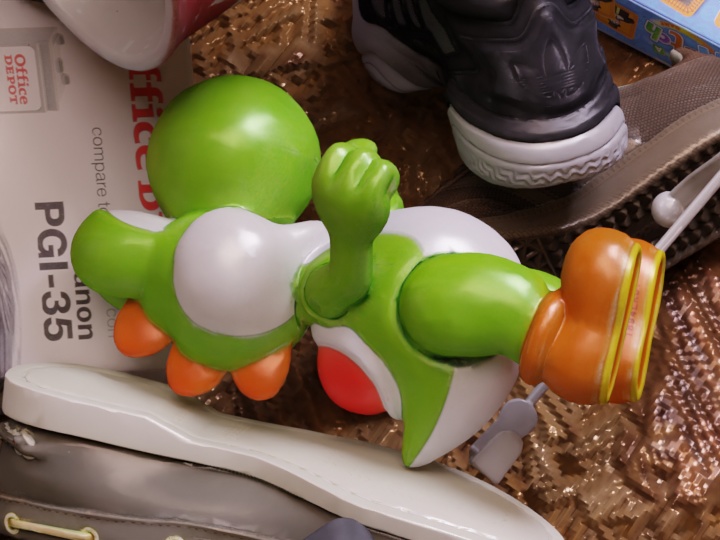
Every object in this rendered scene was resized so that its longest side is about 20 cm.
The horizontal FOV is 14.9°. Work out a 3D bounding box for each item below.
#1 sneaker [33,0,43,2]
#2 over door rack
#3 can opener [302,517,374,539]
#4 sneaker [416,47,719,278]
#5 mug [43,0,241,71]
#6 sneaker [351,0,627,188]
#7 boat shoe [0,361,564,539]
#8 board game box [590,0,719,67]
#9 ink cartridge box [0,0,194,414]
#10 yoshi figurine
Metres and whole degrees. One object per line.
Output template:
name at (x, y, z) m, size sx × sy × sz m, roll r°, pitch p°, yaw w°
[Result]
sneaker at (-0.127, -0.150, 0.996) m, size 0.199 × 0.073 × 0.072 m, roll 26°, pitch 33°, yaw 18°
over door rack at (0.149, 0.040, 0.989) m, size 0.148 × 0.067 × 0.200 m, roll 40°, pitch 83°, yaw 0°
can opener at (-0.067, 0.158, 0.865) m, size 0.199 × 0.067 × 0.053 m, roll -35°, pitch 109°, yaw 6°
sneaker at (0.067, -0.021, 1.054) m, size 0.199 × 0.071 × 0.076 m, roll -24°, pitch 40°, yaw -9°
mug at (-0.034, -0.191, 0.920) m, size 0.199 × 0.133 × 0.178 m, roll -32°, pitch 95°, yaw -23°
sneaker at (0.044, -0.117, 1.031) m, size 0.075 × 0.115 × 0.200 m, roll -13°, pitch 29°, yaw -13°
boat shoe at (-0.031, 0.085, 0.929) m, size 0.200 × 0.072 × 0.061 m, roll 16°, pitch 101°, yaw 12°
board game box at (0.174, -0.139, 1.115) m, size 0.199 × 0.037 × 0.152 m, roll 30°, pitch 67°, yaw 17°
ink cartridge box at (-0.158, -0.023, 1.002) m, size 0.198 × 0.083 × 0.148 m, roll -3°, pitch 80°, yaw -15°
yoshi figurine at (0.002, -0.015, 0.930) m, size 0.199 × 0.113 × 0.112 m, roll 9°, pitch 40°, yaw 15°
